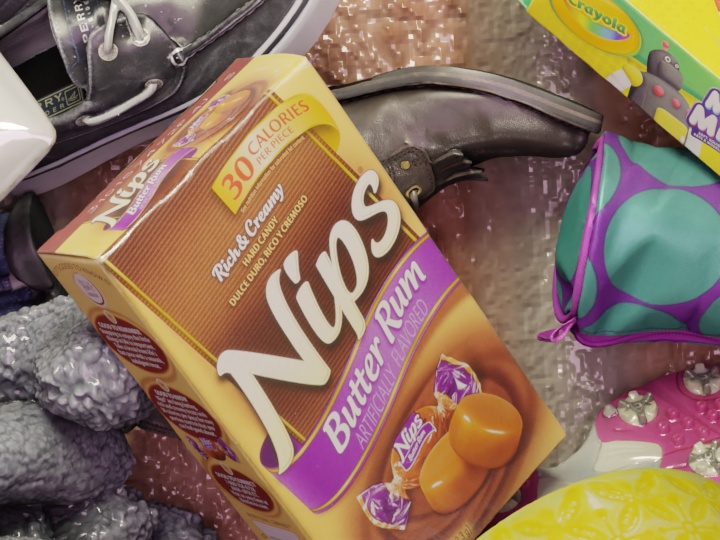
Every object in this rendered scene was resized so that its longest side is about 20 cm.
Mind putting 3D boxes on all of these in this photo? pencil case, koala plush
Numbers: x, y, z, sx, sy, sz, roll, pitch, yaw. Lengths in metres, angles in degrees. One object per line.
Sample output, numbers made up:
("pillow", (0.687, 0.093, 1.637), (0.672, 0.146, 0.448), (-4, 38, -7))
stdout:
("pencil case", (0.179, 0.007, 0.962), (0.200, 0.085, 0.093), (13, 85, -5))
("koala plush", (-0.147, 0.134, 0.893), (0.183, 0.200, 0.178), (-10, 121, 1))

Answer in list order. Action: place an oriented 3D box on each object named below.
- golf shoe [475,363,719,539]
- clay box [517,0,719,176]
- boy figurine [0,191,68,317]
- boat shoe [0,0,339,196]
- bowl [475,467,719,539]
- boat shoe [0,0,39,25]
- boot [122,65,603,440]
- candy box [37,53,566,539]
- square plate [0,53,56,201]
("golf shoe", (0.117, 0.106, 0.989), (0.200, 0.075, 0.092), (-25, 133, -13))
("clay box", (0.159, -0.099, 0.943), (0.200, 0.048, 0.115), (42, 55, 11))
("boy figurine", (-0.220, 0.025, 0.978), (0.200, 0.064, 0.125), (-16, 110, 1))
("boat shoe", (-0.097, -0.094, 0.941), (0.200, 0.068, 0.072), (-24, 68, 25))
("bowl", (0.108, 0.189, 0.914), (0.200, 0.108, 0.201), (-15, 125, -22))
("boat shoe", (-0.187, -0.111, 0.975), (0.200, 0.072, 0.062), (-41, 75, 1))
("boot", (0.000, 0.000, 0.985), (0.199, 0.069, 0.175), (3, 93, 9))
("candy box", (-0.018, 0.030, 0.898), (0.117, 0.056, 0.200), (-47, 116, -22))
("square plate", (-0.240, -0.051, 0.938), (0.200, 0.028, 0.198), (-44, 60, 10))
